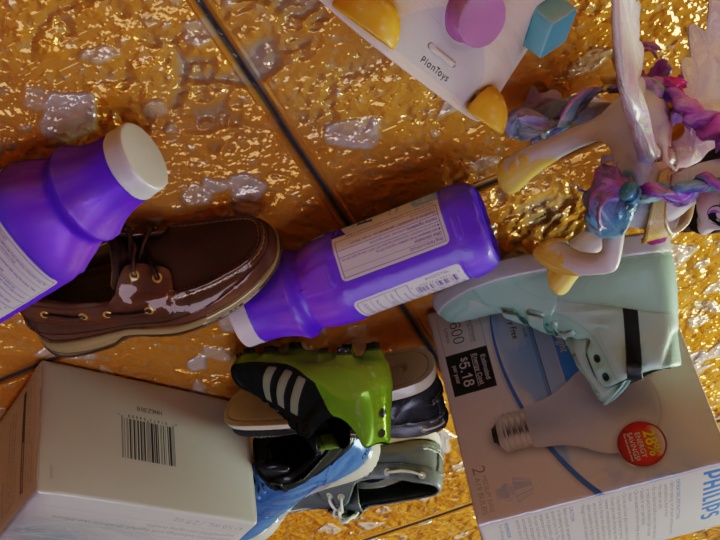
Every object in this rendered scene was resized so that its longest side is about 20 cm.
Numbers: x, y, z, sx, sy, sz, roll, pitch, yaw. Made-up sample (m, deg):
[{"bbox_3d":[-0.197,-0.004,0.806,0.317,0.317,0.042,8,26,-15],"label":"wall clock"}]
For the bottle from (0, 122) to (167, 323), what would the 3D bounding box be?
[{"bbox_3d":[-0.215,-0.028,0.737,0.198,0.066,0.084,-29,113,20],"label":"bottle"}]

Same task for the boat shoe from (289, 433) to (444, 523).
[{"bbox_3d":[-0.012,0.211,1.106,0.196,0.063,0.073,-16,143,6],"label":"boat shoe"}]

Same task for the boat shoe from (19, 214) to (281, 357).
[{"bbox_3d":[-0.153,0.005,0.797,0.197,0.073,0.068,-17,145,11],"label":"boat shoe"}]

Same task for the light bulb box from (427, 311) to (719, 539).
[{"bbox_3d":[0.176,0.121,0.929,0.196,0.201,0.125,-16,144,4],"label":"light bulb box"}]

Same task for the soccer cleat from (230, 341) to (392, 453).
[{"bbox_3d":[-0.044,0.098,0.881,0.067,0.083,0.199,-5,180,-34],"label":"soccer cleat"}]

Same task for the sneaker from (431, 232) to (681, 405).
[{"bbox_3d":[0.147,0.048,0.865,0.198,0.121,0.073,-13,172,31],"label":"sneaker"}]

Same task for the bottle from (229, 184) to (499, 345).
[{"bbox_3d":[0.000,0.000,0.817,0.197,0.066,0.083,-20,173,12],"label":"bottle"}]

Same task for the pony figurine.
[{"bbox_3d":[0.175,-0.085,0.693,0.164,0.197,0.199,3,169,-37],"label":"pony figurine"}]

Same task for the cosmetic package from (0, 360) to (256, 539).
[{"bbox_3d":[-0.226,0.201,0.987,0.197,0.125,0.200,16,136,-31],"label":"cosmetic package"}]

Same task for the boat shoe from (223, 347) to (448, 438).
[{"bbox_3d":[-0.023,0.120,0.953,0.196,0.072,0.068,-10,125,19],"label":"boat shoe"}]

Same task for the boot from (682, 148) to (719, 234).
[{"bbox_3d":[0.316,-0.057,0.803,0.196,0.066,0.186,0,-178,-10],"label":"boot"}]

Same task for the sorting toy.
[{"bbox_3d":[0.072,-0.191,0.611,0.199,0.107,0.181,27,109,-40],"label":"sorting toy"}]

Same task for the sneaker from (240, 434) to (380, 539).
[{"bbox_3d":[-0.087,0.186,1.039,0.198,0.078,0.111,-28,146,13],"label":"sneaker"}]
